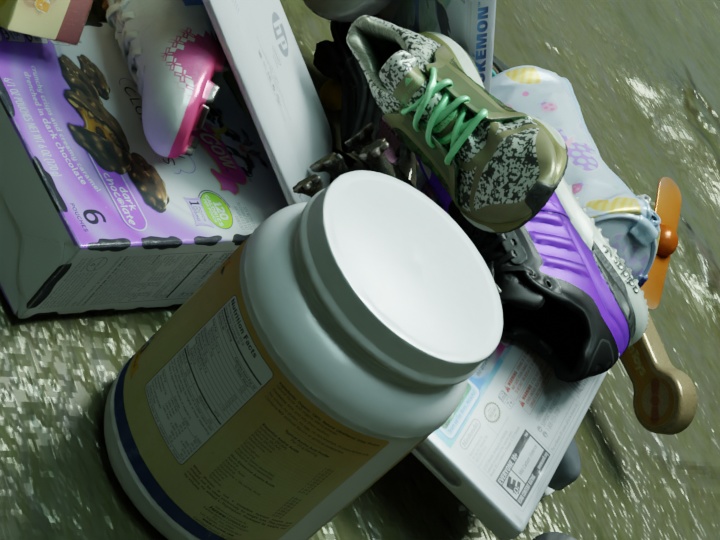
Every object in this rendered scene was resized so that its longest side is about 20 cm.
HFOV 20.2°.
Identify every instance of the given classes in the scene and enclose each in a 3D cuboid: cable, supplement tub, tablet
[{"bbox_3d":[0.007,-0.137,1.374,0.050,0.098,0.200,20,15,-19],"label":"cable"},{"bbox_3d":[-0.031,0.054,1.095,0.144,0.200,0.145,30,36,-25],"label":"supplement tub"},{"bbox_3d":[-0.055,-0.129,1.212,0.131,0.014,0.201,-84,157,-54],"label":"tablet"}]

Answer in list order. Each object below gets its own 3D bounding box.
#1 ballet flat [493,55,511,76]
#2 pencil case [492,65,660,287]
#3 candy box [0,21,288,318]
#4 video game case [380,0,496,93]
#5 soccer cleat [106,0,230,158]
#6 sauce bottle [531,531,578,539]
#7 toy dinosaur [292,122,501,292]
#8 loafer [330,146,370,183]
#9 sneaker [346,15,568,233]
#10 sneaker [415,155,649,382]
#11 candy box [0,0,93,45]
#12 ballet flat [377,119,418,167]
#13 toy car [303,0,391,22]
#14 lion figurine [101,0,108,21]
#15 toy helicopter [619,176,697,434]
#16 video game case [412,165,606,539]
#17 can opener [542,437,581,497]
[{"bbox_3d":[0.092,-0.139,1.572,0.199,0.068,0.069,31,25,-41],"label":"ballet flat"},{"bbox_3d":[0.139,-0.062,1.421,0.083,0.091,0.201,25,24,-33],"label":"pencil case"},{"bbox_3d":[-0.147,-0.064,1.205,0.199,0.072,0.169,-4,57,-50],"label":"candy box"},{"bbox_3d":[0.046,-0.184,1.360,0.022,0.184,0.201,-11,38,-15],"label":"video game case"},{"bbox_3d":[-0.120,-0.138,1.199,0.086,0.070,0.201,20,36,-10],"label":"soccer cleat"},{"bbox_3d":[0.103,0.232,1.186,0.066,0.066,0.201,37,35,-14],"label":"sauce bottle"},{"bbox_3d":[0.015,-0.028,1.209,0.103,0.077,0.200,61,1,-11],"label":"toy dinosaur"},{"bbox_3d":[0.000,0.000,1.303,0.200,0.073,0.071,49,31,2],"label":"loafer"},{"bbox_3d":[0.046,-0.092,1.201,0.088,0.077,0.200,29,12,-40],"label":"sneaker"},{"bbox_3d":[0.095,-0.013,1.267,0.200,0.070,0.099,49,44,-1],"label":"sneaker"},{"bbox_3d":[-0.216,-0.226,1.187,0.055,0.116,0.200,7,22,-44],"label":"candy box"},{"bbox_3d":[0.056,-0.069,1.442,0.069,0.071,0.201,7,51,-46],"label":"ballet flat"},{"bbox_3d":[-0.043,-0.271,1.330,0.200,0.151,0.175,39,5,40],"label":"toy car"},{"bbox_3d":[-0.162,-0.223,1.364,0.200,0.073,0.122,49,31,14],"label":"lion figurine"},{"bbox_3d":[0.194,0.023,1.447,0.078,0.132,0.201,8,49,-44],"label":"toy helicopter"},{"bbox_3d":[0.067,0.044,1.271,0.182,0.024,0.200,44,42,-7],"label":"video game case"},{"bbox_3d":[0.088,0.057,1.349,0.053,0.067,0.201,-7,67,-51],"label":"can opener"}]
